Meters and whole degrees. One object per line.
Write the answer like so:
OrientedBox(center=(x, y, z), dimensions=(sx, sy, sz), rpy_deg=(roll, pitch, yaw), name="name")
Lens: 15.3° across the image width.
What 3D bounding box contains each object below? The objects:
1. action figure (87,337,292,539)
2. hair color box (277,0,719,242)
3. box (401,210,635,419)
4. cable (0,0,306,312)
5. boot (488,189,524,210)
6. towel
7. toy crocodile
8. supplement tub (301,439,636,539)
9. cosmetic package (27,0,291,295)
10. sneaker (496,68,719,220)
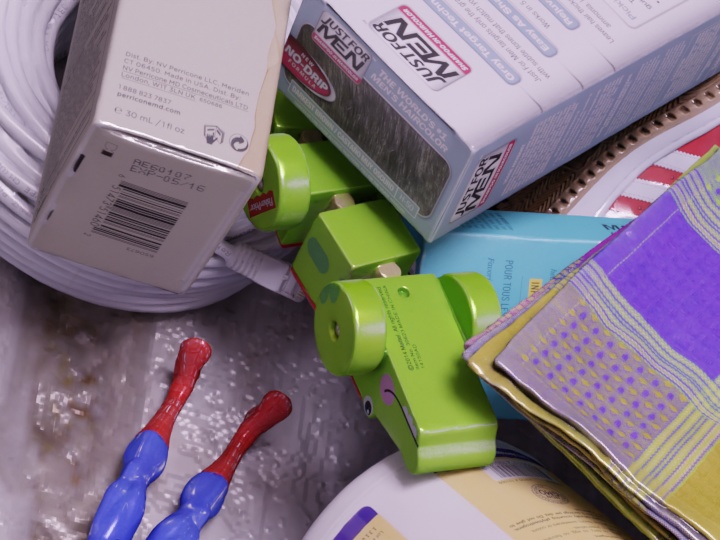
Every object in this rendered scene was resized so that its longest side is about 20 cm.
OrientedBox(center=(-0.087, 0.106, 1.067), dimensions=(0.065, 0.099, 0.200), rpy_deg=(32, 57, -3), name="action figure")
OrientedBox(center=(0.070, -0.101, 1.107), dimensions=(0.200, 0.061, 0.099), rpy_deg=(-30, 67, -38), name="hair color box")
OrientedBox(center=(0.115, 0.022, 1.154), dimensions=(0.199, 0.049, 0.083), rpy_deg=(3, 104, -12), name="box")
OrientedBox(center=(-0.099, -0.079, 1.180), dimensions=(0.199, 0.069, 0.201), rpy_deg=(16, 56, -15), name="cable")
OrientedBox(center=(0.041, -0.111, 1.257), dimensions=(0.090, 0.073, 0.201), rpy_deg=(-5, 66, -33), name="boot")
OrientedBox(center=(0.144, 0.035, 1.063), dimensions=(0.144, 0.023, 0.200), rpy_deg=(42, 47, 14), name="towel")
OrientedBox(center=(0.000, 0.000, 1.078), dimensions=(0.067, 0.062, 0.200), rpy_deg=(-9, 55, -30), name="toy crocodile")
OrientedBox(center=(0.072, 0.168, 1.022), dimensions=(0.145, 0.146, 0.200), rpy_deg=(-15, 34, -30), name="supplement tub")
OrientedBox(center=(-0.074, -0.105, 1.100), dimensions=(0.073, 0.104, 0.201), rpy_deg=(18, 57, -14), name="cosmetic package")
OrientedBox(center=(0.145, -0.021, 1.212), dimensions=(0.200, 0.071, 0.113), rpy_deg=(-40, 111, -1), name="sneaker")
